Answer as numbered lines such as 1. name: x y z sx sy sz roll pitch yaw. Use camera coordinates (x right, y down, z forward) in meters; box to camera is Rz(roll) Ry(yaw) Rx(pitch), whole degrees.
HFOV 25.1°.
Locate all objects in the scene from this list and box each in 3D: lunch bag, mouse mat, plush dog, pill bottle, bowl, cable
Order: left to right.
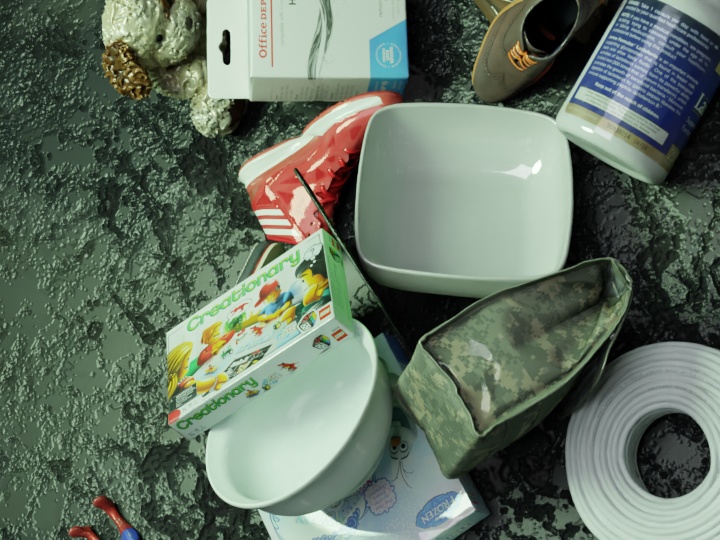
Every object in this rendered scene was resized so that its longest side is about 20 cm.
1. plush dog: -0.204 -0.254 1.683 0.159 0.171 0.202 8 82 28
2. bowl: -0.040 0.148 1.483 0.200 0.090 0.202 -28 39 25
3. mouse mat: 0.000 0.000 1.507 0.007 0.200 0.162 -33 65 1
4. bowl: 0.096 -0.056 1.498 0.197 0.075 0.201 3 56 4
5. lunch bag: 0.143 0.077 1.398 0.199 0.164 0.118 -30 78 -17
6. pill bottle: 0.271 -0.190 1.461 0.115 0.116 0.201 31 93 29
7. cable: 0.275 0.162 1.400 0.198 0.069 0.202 7 81 28

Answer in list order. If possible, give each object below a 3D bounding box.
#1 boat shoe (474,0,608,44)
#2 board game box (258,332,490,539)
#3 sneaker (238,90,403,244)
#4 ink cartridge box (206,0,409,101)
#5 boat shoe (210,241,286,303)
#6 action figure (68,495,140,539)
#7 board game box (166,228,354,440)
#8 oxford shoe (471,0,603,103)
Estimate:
1. boat shoe: 0.140 -0.266 1.572 0.201 0.075 0.076 17 92 29
2. board game box: -0.005 0.199 1.547 0.199 0.043 0.200 -36 63 15
3. sneaker: -0.023 -0.091 1.620 0.199 0.078 0.117 -29 74 31
4. ink cartridge box: -0.054 -0.233 1.611 0.197 0.067 0.117 -1 76 -6
5. boat shoe: -0.132 0.061 1.633 0.062 0.071 0.202 21 92 32
6. action figure: -0.229 0.312 1.606 0.200 0.099 0.065 43 99 25
7. board game box: -0.098 0.060 1.523 0.199 0.035 0.127 -33 37 19
8. oxford shoe: 0.155 -0.216 1.506 0.071 0.073 0.200 38 137 -1
